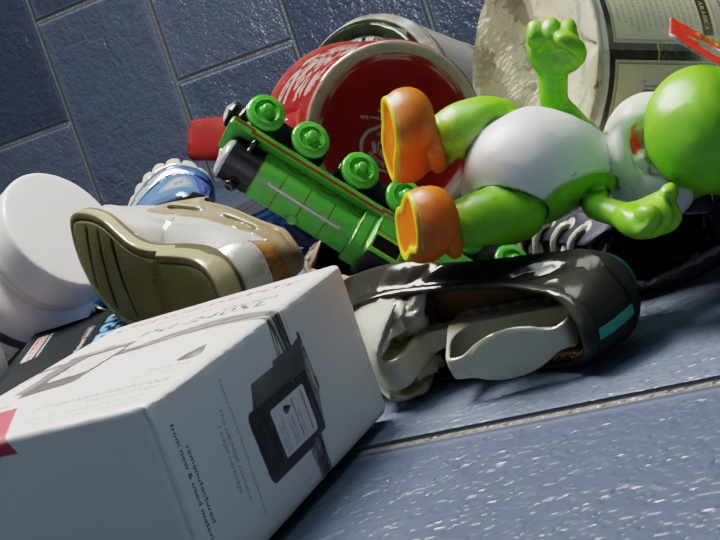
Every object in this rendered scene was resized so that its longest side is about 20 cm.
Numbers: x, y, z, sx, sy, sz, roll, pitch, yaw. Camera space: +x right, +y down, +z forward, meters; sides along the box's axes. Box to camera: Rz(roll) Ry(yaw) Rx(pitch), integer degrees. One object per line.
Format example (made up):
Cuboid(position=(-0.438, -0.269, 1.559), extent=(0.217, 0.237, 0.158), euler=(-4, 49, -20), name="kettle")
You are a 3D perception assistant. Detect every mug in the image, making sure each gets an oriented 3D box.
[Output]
Cuboid(position=(-0.010, -0.076, 0.881), extent=(0.176, 0.134, 0.200), euler=(-30, 9, -5), name="mug")

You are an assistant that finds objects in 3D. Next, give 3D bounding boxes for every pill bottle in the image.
Cuboid(position=(-0.266, 0.025, 1.000), extent=(0.200, 0.114, 0.114), euler=(-42, -5, 33), name="pill bottle")

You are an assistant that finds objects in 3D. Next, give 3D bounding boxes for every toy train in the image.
Cuboid(position=(0.005, -0.027, 0.752), extent=(0.057, 0.199, 0.042), euler=(-62, 5, -30), name="toy train")

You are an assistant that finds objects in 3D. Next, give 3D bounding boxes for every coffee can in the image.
Cuboid(position=(0.194, -0.132, 0.894), extent=(0.198, 0.148, 0.146), euler=(-3, 1, -26), name="coffee can")

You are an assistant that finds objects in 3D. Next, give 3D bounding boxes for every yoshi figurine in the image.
Cuboid(position=(0.115, -0.062, 0.670), extent=(0.197, 0.114, 0.112), euler=(-7, 23, -9), name="yoshi figurine")

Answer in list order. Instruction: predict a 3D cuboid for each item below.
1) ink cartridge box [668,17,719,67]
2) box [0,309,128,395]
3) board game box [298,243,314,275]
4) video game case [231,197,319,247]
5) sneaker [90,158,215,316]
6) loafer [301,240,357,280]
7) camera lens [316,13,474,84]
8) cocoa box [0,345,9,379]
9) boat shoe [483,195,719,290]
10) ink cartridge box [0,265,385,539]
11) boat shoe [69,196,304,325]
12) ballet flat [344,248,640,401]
Cuboid(position=(0.247, -0.092, 0.653), extent=(0.051, 0.199, 0.162), euler=(-63, -6, 18), name="ink cartridge box")
Cuboid(position=(-0.151, 0.070, 0.844), extent=(0.157, 0.046, 0.200), euler=(-18, 16, 8), name="box")
Cuboid(position=(-0.043, 0.022, 1.016), extent=(0.198, 0.039, 0.158), euler=(-22, 15, 0), name="board game box")
Cuboid(position=(-0.006, -0.045, 1.096), extent=(0.198, 0.019, 0.142), euler=(2, -16, -40), name="video game case")
Cuboid(position=(-0.178, 0.009, 1.041), extent=(0.201, 0.078, 0.089), euler=(-57, 21, 7), name="sneaker")
Cuboid(position=(0.000, 0.000, 0.856), extent=(0.071, 0.063, 0.200), euler=(-25, 20, -6), name="loafer")
Cuboid(position=(0.050, -0.140, 1.256), extent=(0.159, 0.162, 0.199), euler=(-14, -11, 32), name="camera lens")
Cuboid(position=(-0.337, 0.096, 0.865), extent=(0.198, 0.135, 0.131), euler=(-16, 9, 17), name="cocoa box")
Cuboid(position=(0.119, -0.019, 0.786), extent=(0.198, 0.075, 0.093), euler=(-17, 15, 20), name="boat shoe")
Cuboid(position=(-0.092, 0.076, 0.618), extent=(0.144, 0.084, 0.200), euler=(-15, 10, 24), name="ink cartridge box")
Cuboid(position=(-0.110, -0.006, 0.840), extent=(0.068, 0.076, 0.199), euler=(-27, 28, -32), name="boat shoe")
Cuboid(position=(0.044, 0.029, 0.692), extent=(0.198, 0.069, 0.068), euler=(-13, 23, 37), name="ballet flat")
